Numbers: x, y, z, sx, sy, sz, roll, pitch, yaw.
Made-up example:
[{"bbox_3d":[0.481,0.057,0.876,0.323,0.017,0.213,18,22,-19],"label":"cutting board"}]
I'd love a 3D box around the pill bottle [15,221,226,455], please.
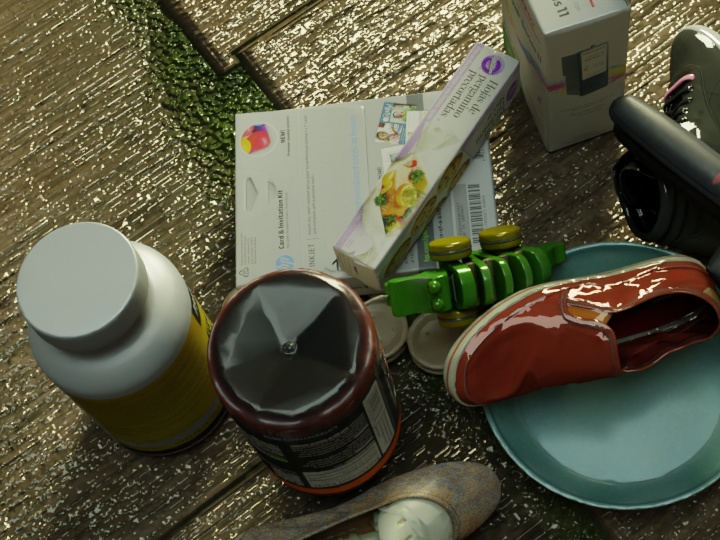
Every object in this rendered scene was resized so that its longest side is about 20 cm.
[{"bbox_3d":[-0.162,0.048,0.853,0.111,0.200,0.113,-3,64,7],"label":"pill bottle"}]

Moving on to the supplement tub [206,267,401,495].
[{"bbox_3d":[-0.029,0.084,0.814,0.106,0.200,0.108,-3,65,7],"label":"supplement tub"}]

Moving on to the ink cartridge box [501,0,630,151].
[{"bbox_3d":[0.149,-0.194,0.919,0.067,0.200,0.118,-18,63,0],"label":"ink cartridge box"}]

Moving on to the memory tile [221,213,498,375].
[{"bbox_3d":[0.000,0.000,0.953,0.199,0.017,0.154,8,66,12],"label":"memory tile"}]

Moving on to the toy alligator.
[{"bbox_3d":[0.063,0.011,0.848,0.199,0.054,0.060,-13,102,-18],"label":"toy alligator"}]

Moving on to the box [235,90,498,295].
[{"bbox_3d":[0.004,-0.058,0.949,0.199,0.041,0.157,-6,64,5],"label":"box"}]

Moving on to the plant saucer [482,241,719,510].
[{"bbox_3d":[0.184,0.076,0.876,0.199,0.036,0.201,-4,64,8],"label":"plant saucer"}]

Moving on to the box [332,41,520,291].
[{"bbox_3d":[0.051,-0.078,0.906,0.039,0.041,0.200,29,72,19],"label":"box"}]

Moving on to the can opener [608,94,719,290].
[{"bbox_3d":[0.240,-0.049,0.820,0.078,0.063,0.200,-37,69,-8],"label":"can opener"}]

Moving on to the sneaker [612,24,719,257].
[{"bbox_3d":[0.236,-0.102,0.918,0.099,0.071,0.201,4,66,-18],"label":"sneaker"}]

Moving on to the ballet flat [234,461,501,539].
[{"bbox_3d":[0.004,0.188,0.829,0.199,0.068,0.067,-21,18,6],"label":"ballet flat"}]

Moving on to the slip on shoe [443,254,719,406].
[{"bbox_3d":[0.151,0.045,0.830,0.199,0.074,0.061,-18,29,-3],"label":"slip on shoe"}]
